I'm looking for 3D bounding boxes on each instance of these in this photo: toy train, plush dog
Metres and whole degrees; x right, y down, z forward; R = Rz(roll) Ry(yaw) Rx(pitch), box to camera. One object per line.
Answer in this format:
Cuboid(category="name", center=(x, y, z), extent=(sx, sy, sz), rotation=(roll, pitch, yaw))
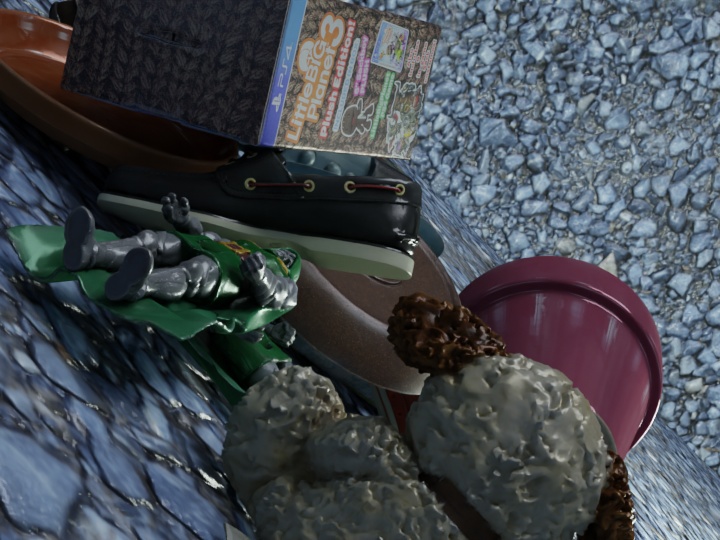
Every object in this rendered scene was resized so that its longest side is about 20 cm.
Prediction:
Cuboid(category="toy train", center=(-0.044, -0.103, 1.485), extent=(0.200, 0.085, 0.114), rotation=(30, 7, -42))
Cuboid(category="plush dog", center=(0.042, 0.112, 0.871), extent=(0.200, 0.172, 0.160), rotation=(46, 8, -7))

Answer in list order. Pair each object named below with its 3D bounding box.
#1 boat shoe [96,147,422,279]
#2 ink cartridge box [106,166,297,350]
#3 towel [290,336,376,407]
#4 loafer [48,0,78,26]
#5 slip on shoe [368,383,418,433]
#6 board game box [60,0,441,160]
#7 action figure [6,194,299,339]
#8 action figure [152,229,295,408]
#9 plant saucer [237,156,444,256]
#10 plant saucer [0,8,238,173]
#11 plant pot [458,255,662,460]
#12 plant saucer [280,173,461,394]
Cuboid(category="boat shoe", center=(-0.061, -0.042, 1.082), extent=(0.201, 0.063, 0.074), rotation=(9, -9, 2))
Cuboid(category="ink cartridge box", center=(-0.115, -0.024, 1.208), extent=(0.099, 0.039, 0.200), rotation=(39, 11, -41))
Cuboid(category="towel", center=(-0.040, 0.017, 1.360), extent=(0.171, 0.048, 0.200), rotation=(37, 13, -48))
Cuboid(category="loafer", center=(-0.173, -0.155, 1.423), extent=(0.200, 0.071, 0.073), rotation=(48, 8, 6))
Cuboid(category="slip on shoe", center=(0.037, 0.067, 1.269), extent=(0.074, 0.061, 0.200), rotation=(23, 42, -58))
Cuboid(category="board game box", center=(-0.068, -0.142, 1.156), extent=(0.159, 0.097, 0.200), rotation=(18, 9, 28))
Cuboid(category="action figure", center=(-0.087, -0.001, 0.955), extent=(0.118, 0.055, 0.200), rotation=(34, 13, 22))
Cuboid(category="action figure", center=(-0.069, 0.050, 1.050), extent=(0.200, 0.055, 0.118), rotation=(45, 10, 16))
Cuboid(category="plant saucer", center=(-0.028, -0.039, 1.461), extent=(0.200, 0.027, 0.200), rotation=(19, -16, 5))
Cuboid(category="plant saucer", center=(-0.178, -0.115, 1.189), extent=(0.200, 0.032, 0.200), rotation=(27, 17, -9))
Cuboid(category="plant pot", center=(0.152, 0.112, 1.458), extent=(0.200, 0.200, 0.179), rotation=(45, 24, -12))
Cuboid(category="plant saucer", center=(0.000, 0.000, 1.219), extent=(0.200, 0.034, 0.200), rotation=(31, 30, -20))
